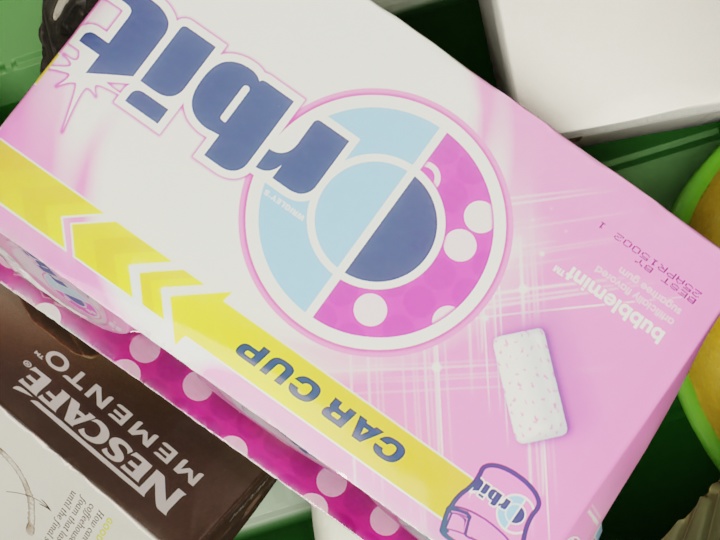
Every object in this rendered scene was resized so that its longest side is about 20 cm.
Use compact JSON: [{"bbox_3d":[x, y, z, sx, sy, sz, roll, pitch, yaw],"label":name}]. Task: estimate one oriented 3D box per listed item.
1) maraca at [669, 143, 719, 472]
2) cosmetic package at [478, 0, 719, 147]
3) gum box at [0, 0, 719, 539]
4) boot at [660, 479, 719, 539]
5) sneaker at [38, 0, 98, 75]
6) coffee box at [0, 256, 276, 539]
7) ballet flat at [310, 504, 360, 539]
[{"bbox_3d":[0.176,0.035,0.845,0.137,0.107,0.200,-40,91,0],"label":"maraca"},{"bbox_3d":[0.067,-0.138,0.845,0.090,0.107,0.201,-13,92,2],"label":"cosmetic package"},{"bbox_3d":[0.000,0.000,0.777,0.200,0.066,0.114,35,76,4],"label":"gum box"},{"bbox_3d":[0.106,0.162,0.794,0.175,0.200,0.066,-38,49,-13],"label":"boot"},{"bbox_3d":[-0.018,-0.031,0.869,0.200,0.079,0.074,41,127,4],"label":"sneaker"},{"bbox_3d":[-0.123,0.025,0.832,0.200,0.113,0.080,40,119,4],"label":"coffee box"},{"bbox_3d":[0.031,0.136,0.874,0.069,0.069,0.200,-38,94,1],"label":"ballet flat"}]
